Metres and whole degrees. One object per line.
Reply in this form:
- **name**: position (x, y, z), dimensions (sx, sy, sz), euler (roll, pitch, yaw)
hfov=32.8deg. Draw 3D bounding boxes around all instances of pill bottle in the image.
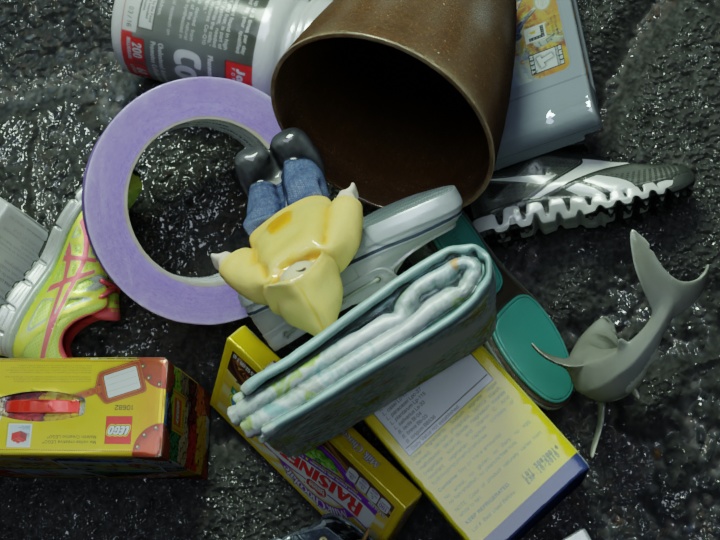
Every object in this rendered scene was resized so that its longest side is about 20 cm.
- **pill bottle**: position (-0.111, -0.211, 1.096), dimensions (0.197, 0.114, 0.115), euler (16, 77, 12)

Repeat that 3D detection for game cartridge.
- **game cartridge**: position (0.130, -0.185, 1.061), dimensions (0.132, 0.042, 0.202), euler (-16, 58, 17)

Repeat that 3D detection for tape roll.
- **tape roll**: position (-0.133, -0.058, 1.028), dimensions (0.197, 0.085, 0.203), euler (-1, 93, -14)

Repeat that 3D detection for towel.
- **towel**: position (0.008, 0.061, 0.857), dimensions (0.199, 0.171, 0.048), euler (-31, 77, -2)

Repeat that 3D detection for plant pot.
- **plant pot**: position (0.052, -0.182, 0.986), dimensions (0.185, 0.188, 0.201), euler (19, 56, 12)

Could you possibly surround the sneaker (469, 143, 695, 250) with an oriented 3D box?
- **sneaker**: position (0.183, -0.079, 1.044), dimensions (0.197, 0.066, 0.092), euler (-11, 75, 7)

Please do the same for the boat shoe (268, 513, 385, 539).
- **boat shoe**: position (0.006, 0.229, 0.935), dimensions (0.199, 0.071, 0.092), euler (-23, 86, 32)

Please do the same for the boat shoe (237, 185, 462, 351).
- **boat shoe**: position (0.000, 0.000, 0.965), dimensions (0.198, 0.074, 0.067), euler (-25, 100, 20)

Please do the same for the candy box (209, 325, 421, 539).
- **candy box**: position (-0.042, 0.143, 0.995), dimensions (0.200, 0.103, 0.026), euler (42, 54, 17)

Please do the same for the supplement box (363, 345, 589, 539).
- **supplement box**: position (0.075, 0.123, 0.979), dimensions (0.109, 0.110, 0.200), euler (-40, 74, -5)

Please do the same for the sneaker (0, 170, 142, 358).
- **sneaker**: position (-0.240, 0.005, 1.079), dimensions (0.090, 0.078, 0.201), euler (30, 86, 6)

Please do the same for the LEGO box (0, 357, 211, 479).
- **LEGO box**: position (-0.235, 0.124, 0.999), dimensions (0.197, 0.149, 0.078), euler (-1, 74, 8)

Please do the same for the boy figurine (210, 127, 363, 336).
- **boy figurine**: position (-0.055, -0.021, 0.906), dimensions (0.123, 0.065, 0.201), euler (-22, 36, 8)

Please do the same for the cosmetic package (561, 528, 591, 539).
- **cosmetic package**: position (0.112, 0.295, 0.945), dimensions (0.198, 0.071, 0.102), euler (-30, 72, -2)

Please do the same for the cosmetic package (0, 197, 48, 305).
- **cosmetic package**: position (-0.371, 0.022, 1.074), dimensions (0.101, 0.074, 0.201), euler (27, 80, 36)

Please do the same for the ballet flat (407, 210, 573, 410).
- **ballet flat**: position (0.107, 0.031, 1.023), dimensions (0.067, 0.064, 0.201), euler (-36, 91, -27)

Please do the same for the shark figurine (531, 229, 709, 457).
- **shark figurine**: position (0.177, 0.059, 0.920), dimensions (0.089, 0.215, 0.129), euler (23, 72, 1)
